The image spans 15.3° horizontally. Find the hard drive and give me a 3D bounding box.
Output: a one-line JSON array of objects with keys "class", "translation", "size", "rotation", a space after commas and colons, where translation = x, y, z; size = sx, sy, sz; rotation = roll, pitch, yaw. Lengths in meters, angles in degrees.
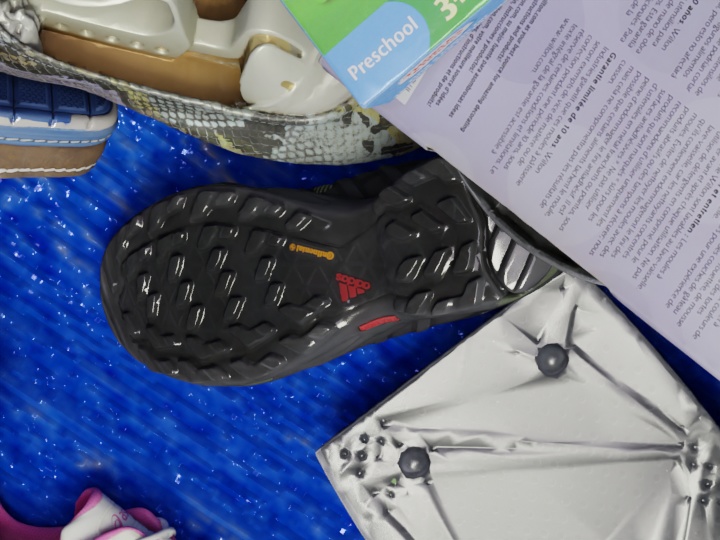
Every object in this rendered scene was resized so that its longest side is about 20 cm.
[{"class": "hard drive", "translation": [0.089, 0.107, 1.023], "size": [0.135, 0.042, 0.200], "rotation": [-37, 99, 5]}]

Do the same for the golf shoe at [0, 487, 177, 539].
[{"class": "golf shoe", "translation": [-0.075, 0.133, 1.011], "size": [0.198, 0.075, 0.092], "rotation": [7, 96, -3]}]

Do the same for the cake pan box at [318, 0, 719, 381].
[{"class": "cake pan box", "translation": [0.106, -0.088, 0.849], "size": [0.184, 0.052, 0.201], "rotation": [38, 104, 23]}]

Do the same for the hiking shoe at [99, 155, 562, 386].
[{"class": "hiking shoe", "translation": [0.000, 0.000, 0.984], "size": [0.199, 0.100, 0.076], "rotation": [-8, 86, 29]}]

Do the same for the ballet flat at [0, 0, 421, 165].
[{"class": "ballet flat", "translation": [-0.057, -0.085, 0.960], "size": [0.199, 0.072, 0.073], "rotation": [13, 100, -10]}]

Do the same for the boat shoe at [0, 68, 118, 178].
[{"class": "boat shoe", "translation": [-0.189, -0.048, 0.984], "size": [0.198, 0.072, 0.073], "rotation": [5, 118, -5]}]

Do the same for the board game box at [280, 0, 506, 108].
[{"class": "board game box", "translation": [-0.001, -0.176, 0.833], "size": [0.151, 0.037, 0.200], "rotation": [-39, 85, 19]}]
